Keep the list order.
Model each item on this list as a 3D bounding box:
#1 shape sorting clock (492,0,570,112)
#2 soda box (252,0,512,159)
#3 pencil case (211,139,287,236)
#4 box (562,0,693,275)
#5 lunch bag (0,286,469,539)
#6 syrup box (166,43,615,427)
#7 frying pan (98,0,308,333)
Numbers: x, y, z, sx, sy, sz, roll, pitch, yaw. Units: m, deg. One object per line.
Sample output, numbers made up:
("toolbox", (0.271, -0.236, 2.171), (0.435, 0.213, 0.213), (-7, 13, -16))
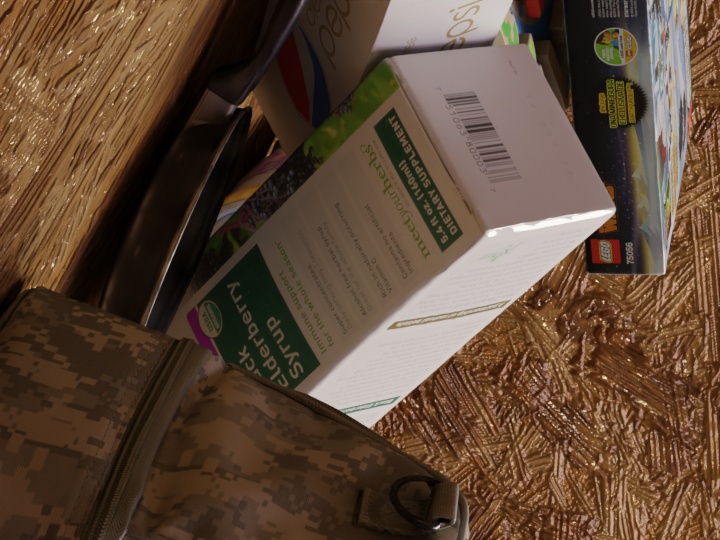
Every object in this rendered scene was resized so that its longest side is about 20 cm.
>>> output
("shape sorting clock", (0.067, -0.157, 1.113), (0.200, 0.039, 0.201), (-1, 90, -73))
("soda box", (0.010, -0.102, 1.010), (0.063, 0.068, 0.200), (-21, 162, -18))
("pencil case", (-0.025, -0.022, 1.260), (0.200, 0.083, 0.091), (-53, 154, -70))
("box", (0.118, -0.118, 1.155), (0.137, 0.040, 0.201), (-71, 158, -52))
("lunch bag", (-0.067, 0.128, 0.834), (0.139, 0.167, 0.201), (-64, 174, -62))
("syrup box", (0.000, 0.000, 1.036), (0.081, 0.079, 0.200), (-10, 156, -44))
("frying pan", (-0.060, -0.036, 0.955), (0.115, 0.031, 0.190), (-65, 177, -46))
